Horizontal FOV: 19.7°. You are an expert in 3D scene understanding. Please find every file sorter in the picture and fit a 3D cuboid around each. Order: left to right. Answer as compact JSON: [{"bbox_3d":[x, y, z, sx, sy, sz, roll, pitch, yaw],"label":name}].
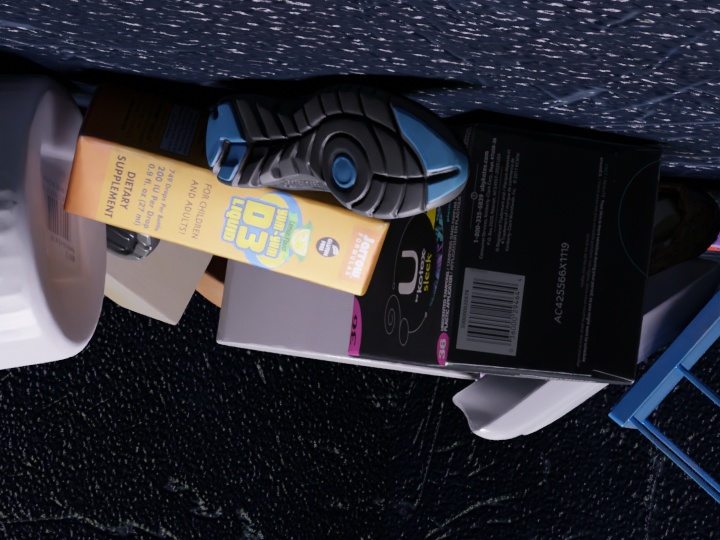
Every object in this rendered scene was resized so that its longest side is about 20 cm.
[{"bbox_3d":[0.283,0.063,1.397,0.123,0.200,0.139,41,-176,11],"label":"file sorter"}]

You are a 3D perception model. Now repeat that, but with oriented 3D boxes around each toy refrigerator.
[{"bbox_3d":[-0.198,-0.040,1.530,0.070,0.076,0.200,17,165,37],"label":"toy refrigerator"}]

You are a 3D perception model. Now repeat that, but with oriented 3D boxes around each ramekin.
[{"bbox_3d":[-0.230,-0.031,1.309,0.097,0.201,0.200,-5,175,9],"label":"ramekin"}]

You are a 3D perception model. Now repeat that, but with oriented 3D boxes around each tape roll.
[{"bbox_3d":[0.000,0.000,1.546,0.202,0.140,0.203,9,176,1],"label":"tape roll"}]

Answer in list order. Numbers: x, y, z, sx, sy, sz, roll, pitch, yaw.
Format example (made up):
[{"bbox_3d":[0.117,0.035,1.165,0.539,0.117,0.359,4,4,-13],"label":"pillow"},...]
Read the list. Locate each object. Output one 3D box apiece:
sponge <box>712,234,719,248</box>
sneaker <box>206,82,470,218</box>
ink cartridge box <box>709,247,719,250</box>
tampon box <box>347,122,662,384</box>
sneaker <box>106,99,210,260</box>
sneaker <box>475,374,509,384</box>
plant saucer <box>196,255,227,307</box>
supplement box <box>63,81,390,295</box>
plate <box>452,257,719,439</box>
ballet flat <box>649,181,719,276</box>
[{"bbox_3d":[0.381,-0.015,1.600,0.200,0.030,0.111,10,176,-32],"label":"sponge"},{"bbox_3d":[-0.001,-0.076,1.199,0.082,0.073,0.200,-7,-165,-42],"label":"sneaker"},{"bbox_3d":[0.215,-0.016,1.817,0.162,0.057,0.200,6,172,25],"label":"ink cartridge box"},{"bbox_3d":[0.085,-0.009,1.320,0.126,0.150,0.200,7,177,-18],"label":"tampon box"},{"bbox_3d":[-0.140,-0.078,1.412,0.075,0.079,0.200,33,151,-10],"label":"sneaker"},{"bbox_3d":[0.166,0.040,1.628,0.075,0.200,0.100,40,153,25],"label":"sneaker"},{"bbox_3d":[-0.075,-0.011,1.722,0.200,0.038,0.200,18,-151,-10],"label":"plant saucer"},{"bbox_3d":[-0.079,-0.051,1.297,0.200,0.067,0.069,14,-143,-5],"label":"supplement box"},{"bbox_3d":[0.161,0.057,1.463,0.200,0.032,0.200,-35,-177,0],"label":"plate"},{"bbox_3d":[0.154,-0.008,1.444,0.200,0.071,0.065,-32,150,11],"label":"ballet flat"}]
